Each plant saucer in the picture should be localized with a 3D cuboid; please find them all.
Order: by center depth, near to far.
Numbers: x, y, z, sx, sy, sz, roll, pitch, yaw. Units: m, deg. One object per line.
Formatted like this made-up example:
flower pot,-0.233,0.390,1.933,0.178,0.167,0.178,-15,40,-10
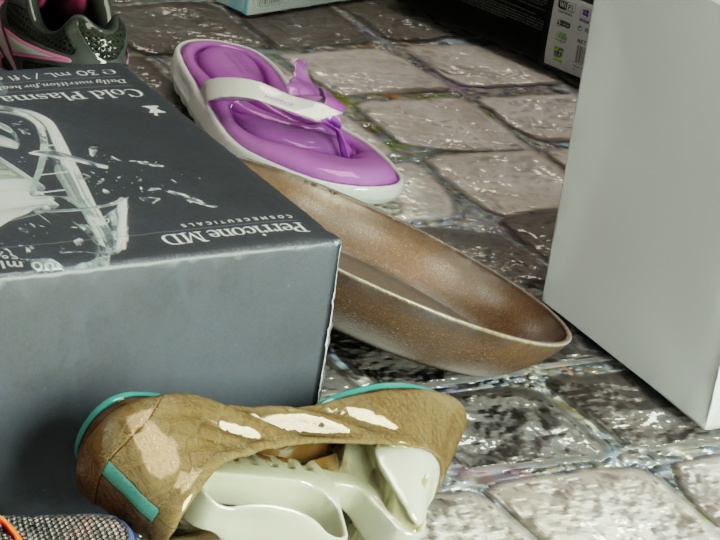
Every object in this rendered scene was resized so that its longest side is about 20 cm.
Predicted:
plant saucer,0.000,0.000,1.268,0.199,0.032,0.200,24,11,-5

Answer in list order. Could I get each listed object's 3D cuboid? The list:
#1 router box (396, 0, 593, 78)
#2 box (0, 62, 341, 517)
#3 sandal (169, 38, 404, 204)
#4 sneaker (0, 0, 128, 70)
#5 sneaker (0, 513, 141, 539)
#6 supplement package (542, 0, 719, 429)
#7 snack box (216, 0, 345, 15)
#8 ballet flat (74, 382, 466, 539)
router box,0.138,-0.170,1.741,0.199,0.051,0.149,26,27,35
box,-0.146,0.009,1.145,0.199,0.125,0.196,-7,30,-33
sandal,-0.047,-0.090,1.496,0.082,0.050,0.203,-7,28,-32
sneaker,-0.166,-0.129,1.495,0.080,0.087,0.200,-5,26,-33
sneaker,-0.168,0.103,0.975,0.199,0.079,0.075,-2,26,-23
supplement package,0.217,-0.049,1.318,0.199,0.192,0.147,-5,26,-30
snack box,0.000,-0.230,1.748,0.199,0.117,0.037,-13,32,-42
ballet flat,-0.019,0.084,1.079,0.199,0.068,0.072,7,33,-46
